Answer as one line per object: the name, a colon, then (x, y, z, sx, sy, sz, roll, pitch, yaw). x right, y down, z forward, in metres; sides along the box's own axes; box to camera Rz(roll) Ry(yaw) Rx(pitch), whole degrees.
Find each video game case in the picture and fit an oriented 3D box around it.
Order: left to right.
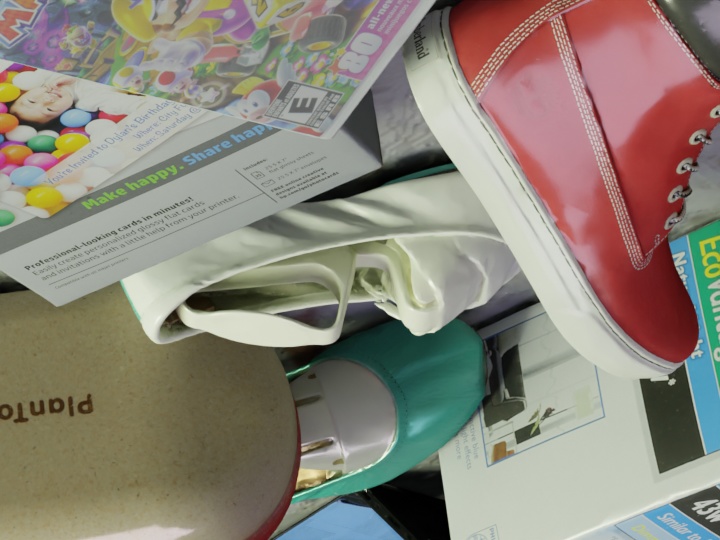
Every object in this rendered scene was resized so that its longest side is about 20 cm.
video game case: (-0.049, -0.115, 0.740, 0.200, 0.018, 0.143, 12, 128, -41)

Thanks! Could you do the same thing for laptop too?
laptop: (0.054, 0.189, 1.238, 0.187, 0.200, 0.116, 19, 104, -39)

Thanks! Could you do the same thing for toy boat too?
toy boat: (-0.125, 0.084, 1.005, 0.200, 0.131, 0.131, -7, 156, -3)

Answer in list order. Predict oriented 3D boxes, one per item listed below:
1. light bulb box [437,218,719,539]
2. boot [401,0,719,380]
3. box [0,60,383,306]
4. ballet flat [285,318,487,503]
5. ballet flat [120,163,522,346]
light bulb box: (0.170, 0.084, 1.081, 0.200, 0.125, 0.198, -26, 145, 28)
boot: (0.123, -0.044, 0.885, 0.144, 0.072, 0.200, -23, 132, 17)
box: (-0.107, -0.066, 0.842, 0.156, 0.041, 0.200, -22, 146, 21)
ballet flat: (-0.033, 0.079, 1.062, 0.200, 0.067, 0.070, -25, 175, 28)
ballet flat: (0.000, 0.000, 0.955, 0.200, 0.070, 0.069, -6, 149, -6)
